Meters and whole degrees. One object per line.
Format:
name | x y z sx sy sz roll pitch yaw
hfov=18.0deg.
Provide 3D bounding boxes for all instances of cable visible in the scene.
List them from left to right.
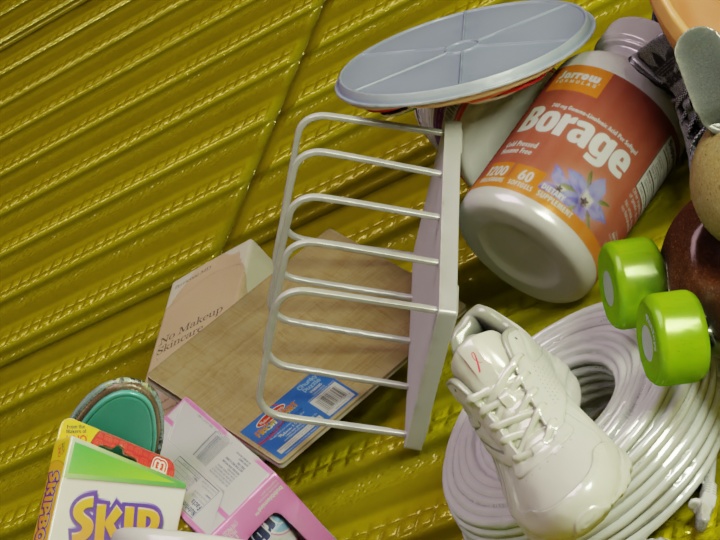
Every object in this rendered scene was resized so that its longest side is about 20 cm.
cable | 0.138 0.105 1.428 0.199 0.069 0.201 -22 31 35

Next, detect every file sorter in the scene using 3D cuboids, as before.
file sorter | 0.000 0.000 1.626 0.201 0.124 0.139 -85 6 -47

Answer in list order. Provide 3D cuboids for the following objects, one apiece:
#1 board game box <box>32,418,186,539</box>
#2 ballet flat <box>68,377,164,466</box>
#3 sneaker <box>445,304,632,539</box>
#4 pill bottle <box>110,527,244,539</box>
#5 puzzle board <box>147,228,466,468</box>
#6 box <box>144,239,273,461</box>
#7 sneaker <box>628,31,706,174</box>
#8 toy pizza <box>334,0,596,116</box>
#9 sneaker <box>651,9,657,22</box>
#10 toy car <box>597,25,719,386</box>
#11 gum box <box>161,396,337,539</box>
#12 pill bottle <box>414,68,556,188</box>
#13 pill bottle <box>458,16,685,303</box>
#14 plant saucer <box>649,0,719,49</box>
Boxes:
board game box | -0.171 0.201 1.473 0.030 0.095 0.201 -23 50 47
ballet flat | -0.181 0.144 1.581 0.074 0.074 0.201 -94 20 -60
sneaker | 0.090 0.086 1.328 0.078 0.099 0.200 -41 26 5
pill bottle | -0.109 0.265 1.397 0.119 0.119 0.201 -7 72 50
puzzle board | -0.040 0.057 1.712 0.150 0.017 0.200 29 57 36
box | -0.111 0.076 1.818 0.095 0.078 0.201 -29 28 24
sneaker | 0.234 -0.109 1.568 0.075 0.114 0.201 -40 19 41
toy pizza | 0.079 -0.152 1.686 0.199 0.032 0.200 -14 21 5
sneaker | 0.239 -0.178 1.723 0.199 0.081 0.074 -21 31 36
toy car | 0.232 -0.052 1.329 0.163 0.201 0.158 -8 25 -9
gum box | -0.077 0.172 1.574 0.066 0.114 0.200 -45 25 -7
pill bottle | 0.104 -0.129 1.800 0.111 0.112 0.200 -40 25 3
pill bottle | 0.165 -0.084 1.641 0.112 0.112 0.200 -2 46 54
plant saucer | 0.276 -0.172 1.554 0.038 0.199 0.201 -56 9 45
